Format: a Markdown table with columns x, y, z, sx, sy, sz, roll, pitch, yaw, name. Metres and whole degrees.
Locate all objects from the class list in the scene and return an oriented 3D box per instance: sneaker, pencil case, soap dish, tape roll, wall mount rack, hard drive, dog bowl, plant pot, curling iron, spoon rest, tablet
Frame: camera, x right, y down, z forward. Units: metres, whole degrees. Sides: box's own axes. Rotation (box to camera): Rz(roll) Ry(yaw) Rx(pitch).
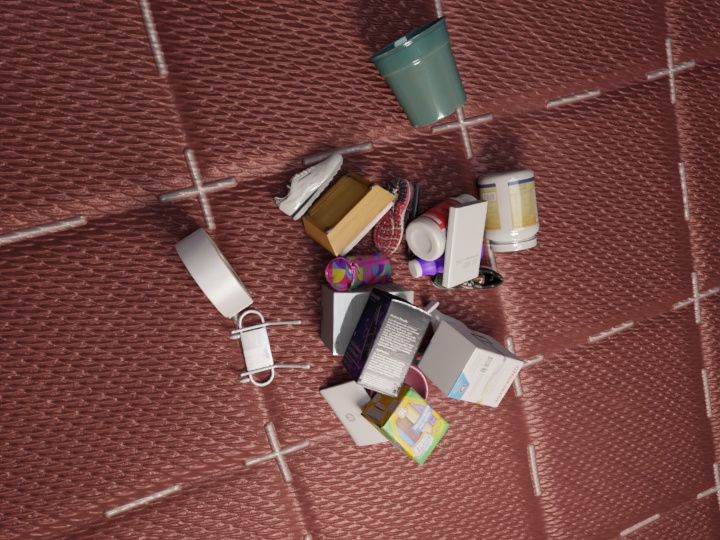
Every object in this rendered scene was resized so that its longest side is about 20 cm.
| x | y | z | sx | sy | sz | roll | pitch | yaw | name |
| --- | --- | --- | --- | --- | --- | --- | --- | --- | --- |
| -0.122 | -0.218 | 1.274 | 0.080 | 0.076 | 0.200 | 40 | 84 | -8 | sneaker |
| 0.000 | 0.000 | 1.276 | 0.200 | 0.088 | 0.089 | -11 | 104 | -60 | pencil case |
| 0.096 | -0.133 | 1.347 | 0.075 | 0.081 | 0.200 | -5 | 116 | -59 | sneaker |
| -0.035 | -0.143 | 1.260 | 0.200 | 0.157 | 0.081 | -46 | 131 | -6 | soap dish |
| -0.326 | 0.005 | 1.175 | 0.071 | 0.202 | 0.203 | -35 | 105 | -10 | tape roll |
| -0.225 | 0.194 | 1.294 | 0.173 | 0.075 | 0.201 | -12 | 101 | -14 | wall mount rack |
| 0.258 | -0.068 | 1.297 | 0.132 | 0.027 | 0.200 | -17 | 118 | -41 | hard drive |
| 0.093 | 0.319 | 1.404 | 0.200 | 0.074 | 0.201 | -2 | 97 | -16 | dog bowl |
| 0.151 | -0.467 | 1.263 | 0.200 | 0.200 | 0.196 | -33 | 112 | -9 | plant pot |
| 0.147 | -0.126 | 1.385 | 0.049 | 0.026 | 0.201 | -4 | 98 | -22 | curling iron |
| 0.233 | 0.154 | 1.438 | 0.099 | 0.061 | 0.200 | -41 | 119 | -6 | spoon rest |
| -0.008 | 0.376 | 1.372 | 0.130 | 0.014 | 0.200 | -22 | 107 | 32 | tablet |
| 0.294 | 0.014 | 1.414 | 0.199 | 0.086 | 0.081 | -3 | 97 | -15 | sneaker |

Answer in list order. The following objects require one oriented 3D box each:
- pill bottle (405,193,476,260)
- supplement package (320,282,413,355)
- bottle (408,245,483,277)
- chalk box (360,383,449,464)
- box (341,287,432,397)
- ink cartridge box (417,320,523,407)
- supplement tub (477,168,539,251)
| x | y | z | sx | sy | sz | roll | pitch | yaw | name |
| --- | --- | --- | --- | --- | --- | --- | --- | --- | --- |
| 0.218 | -0.117 | 1.340 | 0.200 | 0.112 | 0.112 | -35 | 106 | -32 | pill bottle |
| 0.012 | 0.114 | 1.312 | 0.199 | 0.151 | 0.152 | -1 | 97 | -16 | supplement package |
| 0.223 | -0.036 | 1.381 | 0.200 | 0.084 | 0.065 | -20 | 129 | -17 | bottle |
| 0.123 | 0.386 | 1.308 | 0.200 | 0.124 | 0.124 | 47 | 72 | -17 | chalk box |
| 0.054 | 0.156 | 1.174 | 0.104 | 0.148 | 0.200 | 22 | 90 | -17 | box |
| 0.287 | 0.245 | 1.373 | 0.200 | 0.146 | 0.147 | 21 | 102 | -36 | ink cartridge box |
| 0.393 | -0.159 | 1.389 | 0.144 | 0.144 | 0.201 | -12 | 101 | -14 | supplement tub |
